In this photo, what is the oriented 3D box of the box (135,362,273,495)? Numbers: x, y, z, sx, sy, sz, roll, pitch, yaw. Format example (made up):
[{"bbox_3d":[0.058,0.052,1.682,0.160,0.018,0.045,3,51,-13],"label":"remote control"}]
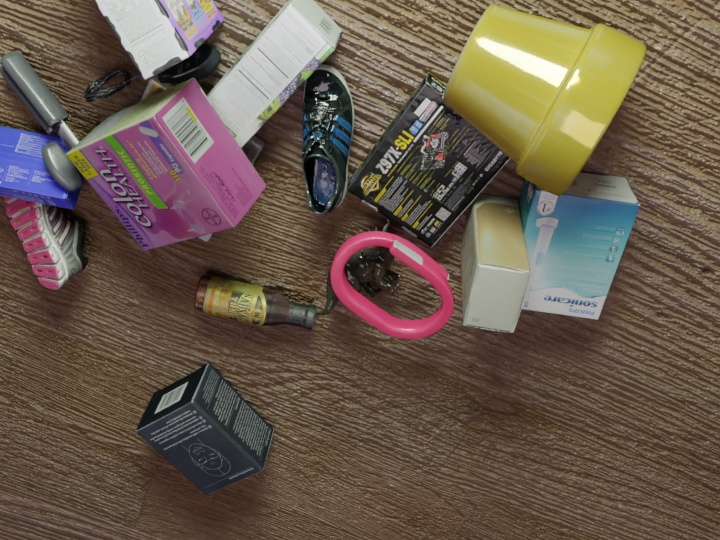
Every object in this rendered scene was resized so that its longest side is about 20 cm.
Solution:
[{"bbox_3d":[-0.284,0.298,1.308,0.148,0.107,0.201,-28,115,22],"label":"box"}]

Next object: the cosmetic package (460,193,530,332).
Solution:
[{"bbox_3d":[0.185,-0.016,0.985,0.070,0.201,0.106,9,125,1],"label":"cosmetic package"}]

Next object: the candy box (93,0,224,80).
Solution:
[{"bbox_3d":[-0.261,-0.356,0.838,0.071,0.168,0.201,-21,118,18],"label":"candy box"}]

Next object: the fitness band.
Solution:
[{"bbox_3d":[0.048,0.024,1.055,0.199,0.038,0.144,36,124,-17],"label":"fitness band"}]

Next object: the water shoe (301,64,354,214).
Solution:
[{"bbox_3d":[-0.046,-0.177,0.963,0.071,0.079,0.202,-1,108,8],"label":"water shoe"}]

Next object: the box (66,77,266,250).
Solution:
[{"bbox_3d":[-0.265,-0.137,0.961,0.198,0.097,0.177,-9,127,37],"label":"box"}]

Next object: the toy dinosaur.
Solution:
[{"bbox_3d":[0.000,0.000,1.109,0.199,0.077,0.103,-31,103,29],"label":"toy dinosaur"}]

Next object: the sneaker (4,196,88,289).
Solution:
[{"bbox_3d":[-0.491,-0.075,1.114,0.073,0.087,0.202,-14,98,27],"label":"sneaker"}]

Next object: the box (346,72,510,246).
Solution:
[{"bbox_3d":[0.099,-0.151,1.000,0.159,0.050,0.200,33,121,-11],"label":"box"}]

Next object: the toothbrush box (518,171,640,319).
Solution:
[{"bbox_3d":[0.298,-0.038,1.026,0.145,0.086,0.202,7,123,2],"label":"toothbrush box"}]

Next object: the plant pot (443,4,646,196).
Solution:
[{"bbox_3d":[0.213,-0.224,0.861,0.188,0.201,0.202,30,123,6],"label":"plant pot"}]

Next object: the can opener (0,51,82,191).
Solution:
[{"bbox_3d":[-0.443,-0.211,0.990,0.201,0.066,0.053,58,146,-6],"label":"can opener"}]

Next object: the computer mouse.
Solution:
[{"bbox_3d":[-0.283,-0.262,0.961,0.198,0.059,0.034,-13,144,7],"label":"computer mouse"}]

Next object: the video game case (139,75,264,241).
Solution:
[{"bbox_3d":[-0.267,-0.161,1.055,0.181,0.023,0.200,30,123,-13],"label":"video game case"}]

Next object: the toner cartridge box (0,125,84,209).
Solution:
[{"bbox_3d":[-0.513,-0.159,1.041,0.198,0.096,0.043,12,161,0],"label":"toner cartridge box"}]

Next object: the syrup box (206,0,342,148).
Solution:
[{"bbox_3d":[-0.122,-0.265,0.934,0.081,0.079,0.200,40,119,-19],"label":"syrup box"}]

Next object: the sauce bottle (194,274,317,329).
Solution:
[{"bbox_3d":[-0.172,0.056,1.161,0.198,0.066,0.067,11,124,0],"label":"sauce bottle"}]
